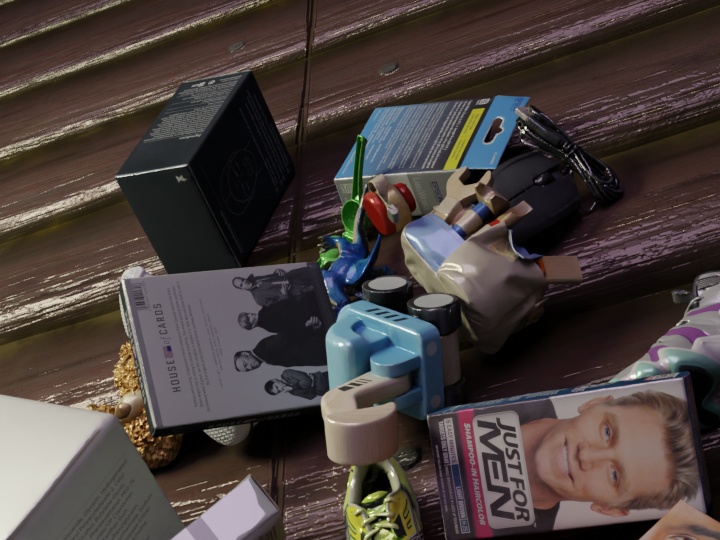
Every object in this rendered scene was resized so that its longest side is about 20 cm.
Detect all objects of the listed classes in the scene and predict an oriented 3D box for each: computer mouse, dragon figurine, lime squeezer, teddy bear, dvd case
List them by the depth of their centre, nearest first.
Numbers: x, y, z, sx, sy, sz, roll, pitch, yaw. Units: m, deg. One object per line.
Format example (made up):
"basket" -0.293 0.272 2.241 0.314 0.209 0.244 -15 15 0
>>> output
"dvd case" -0.111 0.068 1.157 0.197 0.025 0.152 -5 62 -25
"computer mouse" 0.159 -0.075 1.263 0.200 0.053 0.138 -42 73 -17
"teddy bear" -0.213 0.113 1.267 0.143 0.067 0.201 -11 35 23
"dragon figurine" 0.000 0.000 1.294 0.098 0.059 0.201 4 47 34
"lime squeezer" -0.024 -0.042 1.368 0.037 0.071 0.202 27 89 21

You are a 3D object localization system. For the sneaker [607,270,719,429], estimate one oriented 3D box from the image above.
"sneaker" 0.276 0.056 1.036 0.197 0.079 0.140 -16 31 -4

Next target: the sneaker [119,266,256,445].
"sneaker" -0.142 0.066 1.213 0.114 0.075 0.200 -27 69 -41

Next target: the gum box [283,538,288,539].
"gum box" -0.031 0.286 0.855 0.065 0.115 0.200 -22 31 -19

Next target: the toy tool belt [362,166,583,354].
"toy tool belt" 0.105 -0.030 1.175 0.122 0.125 0.200 -33 61 -13

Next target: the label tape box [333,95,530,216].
"label tape box" 0.087 -0.127 1.415 0.197 0.067 0.144 -1 40 28

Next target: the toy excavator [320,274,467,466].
"toy excavator" 0.012 0.094 1.059 0.198 0.101 0.193 -20 24 -35

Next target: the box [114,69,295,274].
"box" -0.178 -0.115 1.489 0.106 0.150 0.201 -6 36 26

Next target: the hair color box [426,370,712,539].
"hair color box" 0.157 0.141 0.951 0.197 0.102 0.060 -11 -4 19

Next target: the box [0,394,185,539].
"box" -0.289 0.233 1.050 0.197 0.173 0.201 4 42 36

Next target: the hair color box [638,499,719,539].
"hair color box" 0.188 0.254 0.817 0.199 0.065 0.110 -37 34 -20

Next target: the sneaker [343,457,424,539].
"sneaker" 0.016 0.218 0.965 0.074 0.077 0.201 -21 34 2

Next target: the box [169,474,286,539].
"box" -0.141 0.256 0.941 0.199 0.157 0.041 -36 64 -19
